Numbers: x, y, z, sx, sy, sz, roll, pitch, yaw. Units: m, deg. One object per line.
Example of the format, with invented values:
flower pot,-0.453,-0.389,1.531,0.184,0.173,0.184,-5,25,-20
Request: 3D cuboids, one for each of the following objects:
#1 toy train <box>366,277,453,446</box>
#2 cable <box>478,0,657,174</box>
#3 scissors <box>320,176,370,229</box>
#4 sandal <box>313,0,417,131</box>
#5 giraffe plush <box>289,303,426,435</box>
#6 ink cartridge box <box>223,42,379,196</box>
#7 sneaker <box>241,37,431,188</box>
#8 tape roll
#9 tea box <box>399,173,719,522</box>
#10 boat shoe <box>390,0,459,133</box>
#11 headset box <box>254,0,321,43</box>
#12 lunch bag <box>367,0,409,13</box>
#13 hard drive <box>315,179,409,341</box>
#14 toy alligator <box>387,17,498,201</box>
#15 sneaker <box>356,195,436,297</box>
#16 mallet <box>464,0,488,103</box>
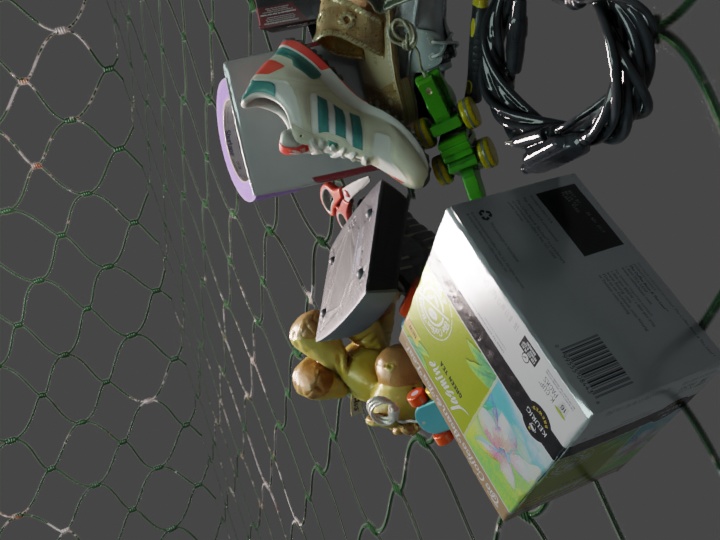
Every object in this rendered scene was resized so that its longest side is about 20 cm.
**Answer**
toy train,0.085,0.094,0.864,0.150,0.056,0.200,22,123,8
cable,0.159,-0.170,0.627,0.200,0.051,0.164,150,108,-70
scissors,-0.021,-0.093,0.935,0.073,0.014,0.200,56,167,11
sandal,-0.009,-0.221,0.767,0.078,0.070,0.212,3,118,55
giraffe plush,0.025,0.132,0.989,0.162,0.172,0.200,27,143,51
ink cartridge box,-0.059,-0.172,0.922,0.200,0.145,0.145,-92,-10,-82
sneaker,-0.027,-0.130,0.776,0.200,0.093,0.070,41,167,3
tape roll,-0.161,-0.216,1.295,0.200,0.085,0.200,45,143,50
tea box,0.149,0.065,0.670,0.200,0.133,0.197,60,154,31
boat shoe,0.065,-0.218,0.798,0.071,0.070,0.201,38,140,28
headset box,-0.041,-0.341,0.829,0.077,0.148,0.201,-57,-40,-74
lunch bag,0.068,-0.312,0.591,0.200,0.117,0.165,-11,72,37
hard drive,0.000,0.000,0.859,0.200,0.042,0.135,132,149,-65
toy alligator,0.082,-0.151,0.771,0.200,0.059,0.054,63,-157,-15
sneaker,0.052,0.001,0.958,0.200,0.075,0.116,-115,17,-49
mallet,0.112,-0.238,0.706,0.066,0.041,0.200,42,146,49
